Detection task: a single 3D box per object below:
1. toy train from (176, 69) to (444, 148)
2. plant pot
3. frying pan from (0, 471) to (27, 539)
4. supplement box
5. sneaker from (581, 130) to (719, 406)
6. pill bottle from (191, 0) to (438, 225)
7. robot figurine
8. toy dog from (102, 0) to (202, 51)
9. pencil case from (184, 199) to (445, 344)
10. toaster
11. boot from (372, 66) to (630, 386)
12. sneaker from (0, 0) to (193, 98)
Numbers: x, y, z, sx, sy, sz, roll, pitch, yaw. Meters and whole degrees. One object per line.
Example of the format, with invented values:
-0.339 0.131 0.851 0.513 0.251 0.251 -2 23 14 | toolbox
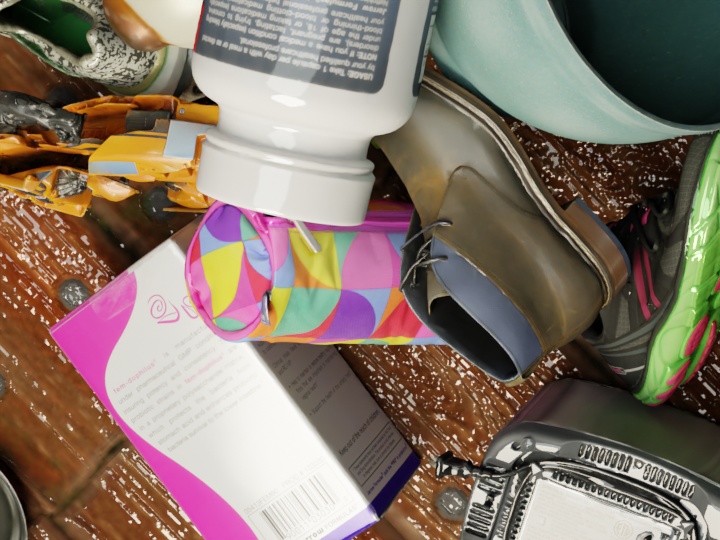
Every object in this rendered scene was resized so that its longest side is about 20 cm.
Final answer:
-0.017 -0.113 1.659 0.116 0.085 0.200 43 120 -17 | toy train
0.115 -0.154 1.556 0.134 0.200 0.200 -19 100 48 | plant pot
-0.289 0.170 1.832 0.190 0.031 0.115 -24 97 24 | frying pan
-0.072 0.074 1.705 0.101 0.103 0.200 -35 94 22 | supplement box
0.165 -0.007 1.604 0.084 0.077 0.200 35 136 17 | sneaker
-0.022 -0.130 1.495 0.120 0.120 0.200 14 98 12 | pill bottle
-0.129 -0.064 1.654 0.200 0.145 0.058 2 79 24 | robot figurine
-0.098 -0.220 1.590 0.139 0.194 0.200 -19 90 11 | toy dog
0.000 0.000 1.613 0.088 0.200 0.088 -2 88 50 | pencil case
0.143 0.134 1.644 0.200 0.129 0.114 19 108 10 | toaster
0.046 -0.030 1.557 0.200 0.097 0.075 40 149 -2 | boot
-0.187 -0.157 1.664 0.200 0.089 0.077 25 103 32 | sneaker
